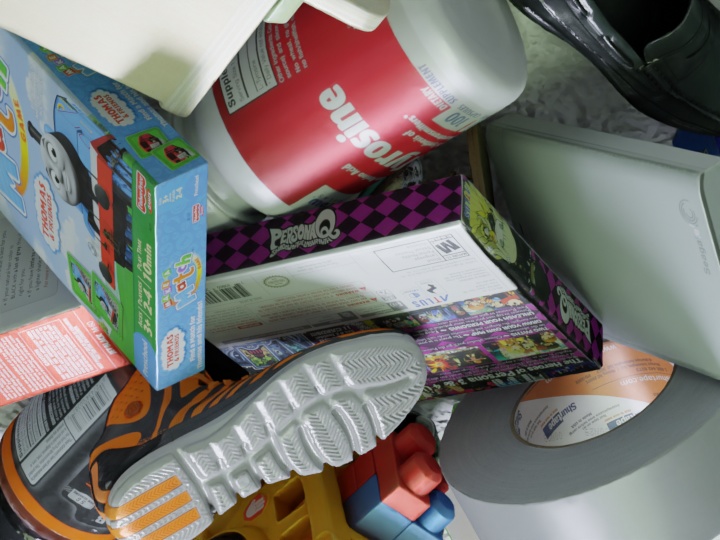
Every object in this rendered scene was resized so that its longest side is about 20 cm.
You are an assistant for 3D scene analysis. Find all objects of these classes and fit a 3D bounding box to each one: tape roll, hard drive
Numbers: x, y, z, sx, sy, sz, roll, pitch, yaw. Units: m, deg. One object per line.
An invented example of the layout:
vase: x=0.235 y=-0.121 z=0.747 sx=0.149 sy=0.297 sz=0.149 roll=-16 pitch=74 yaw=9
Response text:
tape roll: x=0.148 y=0.094 z=1.140 sx=0.199 sy=0.201 sz=0.066 roll=-22 pitch=113 yaw=16
hard drive: x=0.150 y=-0.014 z=1.098 sx=0.026 sy=0.200 sz=0.132 roll=-29 pitch=113 yaw=-21

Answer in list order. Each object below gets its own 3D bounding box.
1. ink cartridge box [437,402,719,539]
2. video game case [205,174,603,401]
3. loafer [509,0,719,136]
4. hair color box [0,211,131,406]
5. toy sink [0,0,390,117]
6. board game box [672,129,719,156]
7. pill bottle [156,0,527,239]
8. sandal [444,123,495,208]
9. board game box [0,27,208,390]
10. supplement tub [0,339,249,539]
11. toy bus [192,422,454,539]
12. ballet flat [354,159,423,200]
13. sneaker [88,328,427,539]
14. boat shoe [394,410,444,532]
ink cartridge box: x=0.166 y=0.157 z=1.285 sx=0.199 sy=0.146 sz=0.084 roll=0 pitch=120 yaw=-22
video game case: x=0.012 y=0.022 z=1.112 sx=0.199 sy=0.036 sz=0.181 roll=-13 pitch=146 yaw=29
loafer: x=0.161 y=-0.132 z=1.072 sx=0.200 sy=0.068 sz=0.070 roll=30 pitch=165 yaw=-27
hair color box: x=-0.225 y=0.025 z=1.177 sx=0.199 sy=0.111 sz=0.064 roll=-17 pitch=134 yaw=13
toy sink: x=-0.100 y=-0.167 z=0.982 sx=0.199 sy=0.131 sz=0.112 roll=23 pitch=129 yaw=-26
board game box: x=0.292 y=-0.020 z=1.146 sx=0.199 sy=0.153 sz=0.045 roll=12 pitch=132 yaw=-17
pill bottle: x=-0.018 y=-0.097 z=1.069 sx=0.199 sy=0.113 sz=0.112 roll=-29 pitch=130 yaw=27
sandal: x=0.055 y=-0.004 z=1.198 sx=0.069 sy=0.078 sz=0.212 roll=-8 pitch=142 yaw=9
board game box: x=-0.151 y=-0.053 z=1.054 sx=0.036 sy=0.200 sz=0.152 roll=-25 pitch=142 yaw=-27
supplement tub: x=-0.165 y=0.109 z=1.269 sx=0.107 sy=0.107 sz=0.200 roll=25 pitch=128 yaw=-27
toy bus: x=-0.018 y=0.158 z=1.215 sx=0.135 sy=0.200 sz=0.192 roll=33 pitch=111 yaw=-26
ballet flat: x=0.000 y=0.000 z=1.175 sx=0.072 sy=0.072 sz=0.200 roll=18 pitch=147 yaw=-21
sneaker: x=-0.067 y=0.070 z=1.105 sx=0.199 sy=0.112 sz=0.078 roll=-25 pitch=123 yaw=-8
boat shoe: x=0.024 y=0.126 z=1.331 sx=0.067 sy=0.072 sz=0.200 roll=-19 pitch=126 yaw=16
